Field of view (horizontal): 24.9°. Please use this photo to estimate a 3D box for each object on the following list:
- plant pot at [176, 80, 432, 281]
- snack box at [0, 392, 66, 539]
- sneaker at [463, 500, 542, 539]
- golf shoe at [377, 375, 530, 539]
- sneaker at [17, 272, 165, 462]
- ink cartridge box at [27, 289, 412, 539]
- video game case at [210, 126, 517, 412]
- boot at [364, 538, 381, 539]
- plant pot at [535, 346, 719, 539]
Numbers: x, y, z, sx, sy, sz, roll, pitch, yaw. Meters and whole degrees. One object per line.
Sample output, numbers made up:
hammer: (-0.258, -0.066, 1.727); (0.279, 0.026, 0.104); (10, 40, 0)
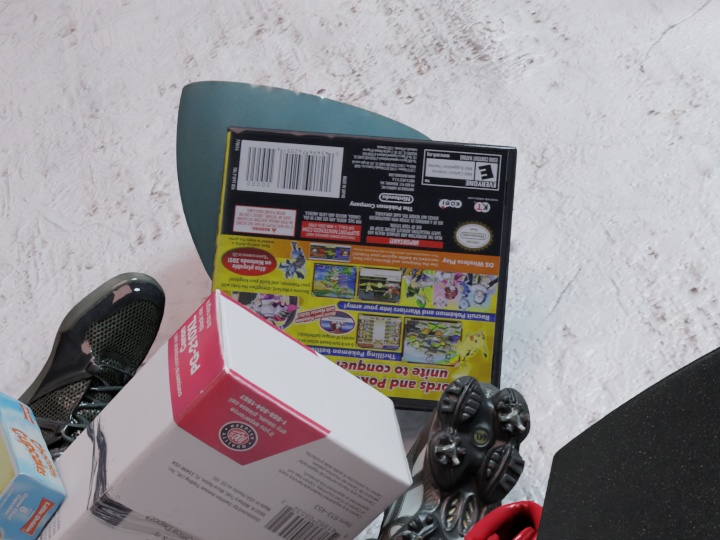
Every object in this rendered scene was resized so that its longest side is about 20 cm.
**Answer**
plant pot: (-0.051, -0.047, 1.217); (0.199, 0.200, 0.136); (8, 82, 37)
snack box: (-0.258, 0.180, 0.985); (0.200, 0.037, 0.116); (-54, 31, 6)
sneaker: (0.076, 0.208, 0.857); (0.078, 0.116, 0.201); (-13, 37, 16)
golf shoe: (0.045, 0.164, 0.981); (0.201, 0.077, 0.095); (-64, 4, -17)
sneaker: (-0.189, 0.101, 1.151); (0.200, 0.076, 0.114); (-52, 45, 6)
ink cartridge box: (-0.091, 0.133, 0.967); (0.200, 0.144, 0.085); (-45, 29, 20)
video game case: (0.000, 0.000, 1.096); (0.199, 0.026, 0.182); (4, 82, 4)
boot: (-0.016, 0.255, 0.880); (0.130, 0.068, 0.201); (-35, 46, 34)
plant pot: (0.190, 0.160, 0.799); (0.177, 0.200, 0.201); (-15, 36, 31)
